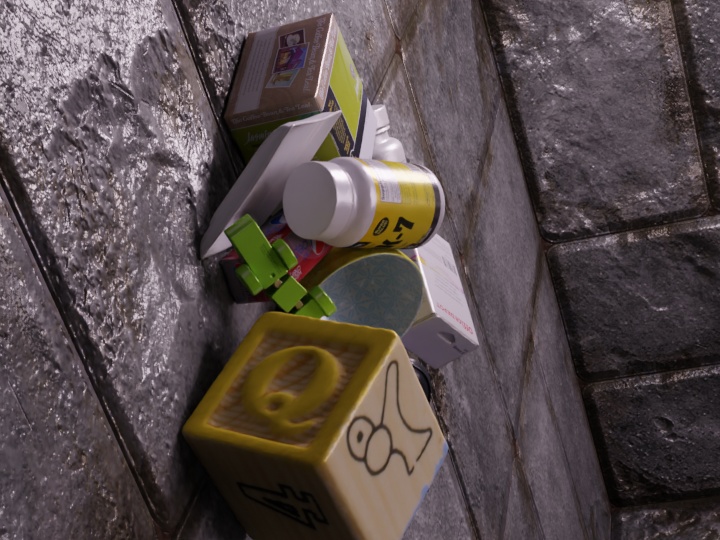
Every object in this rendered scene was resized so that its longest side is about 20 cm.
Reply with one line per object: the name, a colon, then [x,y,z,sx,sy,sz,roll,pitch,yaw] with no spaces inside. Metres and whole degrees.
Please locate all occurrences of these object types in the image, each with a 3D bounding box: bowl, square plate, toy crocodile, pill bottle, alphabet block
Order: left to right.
square plate: [-0.112,-0.112,1.579,0.028,0.200,0.198,38,19,6]
toy crocodile: [-0.092,0.021,1.537,0.200,0.067,0.062,52,-10,-19]
alphabet block: [-0.044,0.189,1.456,0.196,0.196,0.200,-57,139,-36]
bowl: [-0.025,0.028,1.777,0.108,0.200,0.200,51,-6,41]
pill bottle: [0.004,-0.085,1.649,0.200,0.114,0.115,0,79,-47]
pill bottle: [0.019,-0.155,2.069,0.114,0.114,0.201,-51,129,-68]

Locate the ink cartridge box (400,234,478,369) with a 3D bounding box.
ink cartridge box: [0.091,0.028,1.980,0.145,0.087,0.201,36,30,-49]

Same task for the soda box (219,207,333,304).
soda box: [-0.097,-0.026,1.653,0.200,0.070,0.064,-47,127,-57]

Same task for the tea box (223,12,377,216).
tea box: [-0.075,-0.205,1.767,0.200,0.133,0.197,-81,155,-47]

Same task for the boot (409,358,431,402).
boot: [0.071,0.260,2.036,0.168,0.076,0.201,-83,171,-49]
